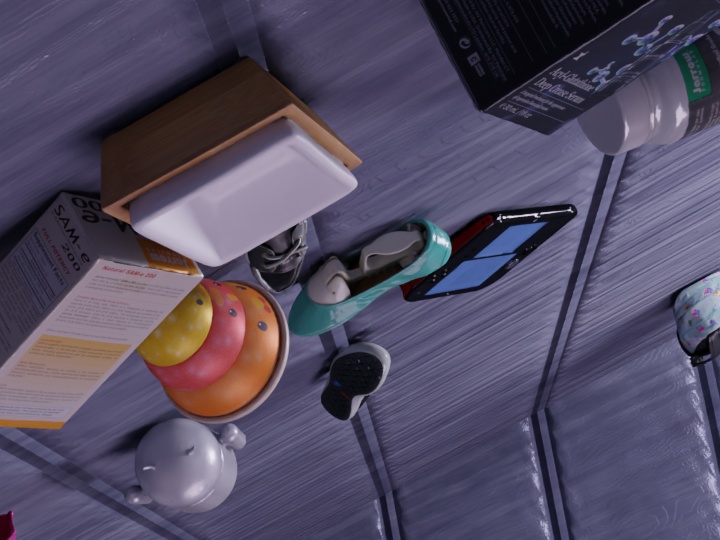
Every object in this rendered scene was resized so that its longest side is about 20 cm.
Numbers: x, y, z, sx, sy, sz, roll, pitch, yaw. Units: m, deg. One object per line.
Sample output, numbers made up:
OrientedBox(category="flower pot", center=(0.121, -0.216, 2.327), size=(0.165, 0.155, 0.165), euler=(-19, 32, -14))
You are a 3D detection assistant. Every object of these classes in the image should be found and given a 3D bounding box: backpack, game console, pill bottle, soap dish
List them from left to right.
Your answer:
OrientedBox(category="soap dish", center=(-0.098, -0.080, 1.261), size=(0.157, 0.081, 0.200), euler=(-29, 166, 9))
OrientedBox(category="game console", center=(0.154, -0.022, 2.020), size=(0.177, 0.031, 0.200), euler=(-36, 164, 35))
OrientedBox(category="pill bottle", center=(0.301, -0.183, 1.541), size=(0.200, 0.113, 0.113), euler=(-23, 165, -17))
OrientedBox(category="backpack", center=(0.654, 0.084, 3.095), size=(0.167, 0.127, 0.200), euler=(-38, 165, 0))

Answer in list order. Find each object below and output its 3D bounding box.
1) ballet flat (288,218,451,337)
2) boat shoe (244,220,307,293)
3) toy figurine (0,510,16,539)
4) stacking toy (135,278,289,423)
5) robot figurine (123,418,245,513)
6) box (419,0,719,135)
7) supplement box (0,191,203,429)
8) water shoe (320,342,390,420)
OrientedBox(category="ballet flat", center=(0.000, 0.000, 1.784), size=(0.200, 0.067, 0.070), euler=(-28, 142, 4))
OrientedBox(category="boat shoe", center=(-0.073, -0.033, 1.489), size=(0.072, 0.071, 0.200), euler=(-25, 165, -6))
OrientedBox(category="toy figurine", center=(-0.389, 0.199, 1.521), size=(0.150, 0.184, 0.200), euler=(-29, 165, 11))
OrientedBox(category="stacking toy", center=(-0.170, 0.053, 1.564), size=(0.146, 0.146, 0.200), euler=(-30, 150, 14))
OrientedBox(category="robot figurine", center=(-0.225, 0.252, 2.144), size=(0.169, 0.113, 0.200), euler=(-35, 166, -2))
OrientedBox(category="box", center=(0.173, -0.204, 1.252), size=(0.200, 0.107, 0.148), euler=(-33, 164, 21))
OrientedBox(category="supplement box", center=(-0.241, 0.037, 1.336), size=(0.200, 0.074, 0.126), euler=(-45, 152, 21))
OrientedBox(category="water shoe", center=(0.000, 0.132, 2.257), size=(0.079, 0.071, 0.200), euler=(-51, 179, -33))
